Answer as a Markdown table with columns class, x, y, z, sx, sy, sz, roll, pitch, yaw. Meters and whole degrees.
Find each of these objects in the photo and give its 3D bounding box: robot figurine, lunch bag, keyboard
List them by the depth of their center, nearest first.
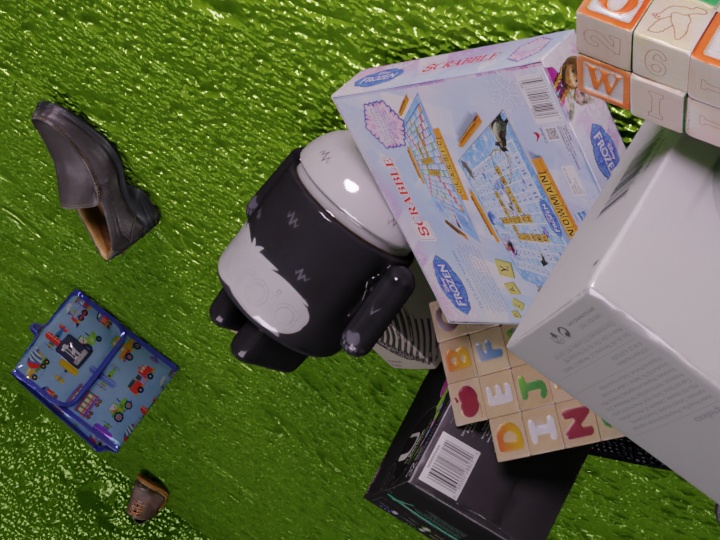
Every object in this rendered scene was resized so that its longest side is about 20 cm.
| class | x | y | z | sx | sy | sz | roll | pitch | yaw |
| --- | --- | --- | --- | --- | --- | --- | --- | --- | --- |
| robot figurine | -0.029 | -0.014 | 1.062 | 0.150 | 0.200 | 0.125 | 39 | -163 | 0 |
| keyboard | 0.225 | 0.158 | 1.241 | 0.104 | 0.040 | 0.199 | 47 | 154 | -28 |
| lunch bag | -0.385 | 0.136 | 1.920 | 0.200 | 0.151 | 0.094 | 43 | 156 | -18 |

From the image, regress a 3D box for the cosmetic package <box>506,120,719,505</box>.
| class | x | y | z | sx | sy | sz | roll | pitch | yaw |
| --- | --- | --- | --- | --- | --- | --- | --- | --- | --- |
| cosmetic package | 0.222 | 0.009 | 0.731 | 0.200 | 0.200 | 0.123 | 36 | 157 | -1 |

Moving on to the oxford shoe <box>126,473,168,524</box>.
| class | x | y | z | sx | sy | sz | roll | pitch | yaw |
| --- | --- | --- | --- | --- | --- | --- | --- | --- | --- |
| oxford shoe | -0.435 | 0.468 | 2.758 | 0.071 | 0.073 | 0.200 | 31 | 157 | 11 |

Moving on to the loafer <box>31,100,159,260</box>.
| class | x | y | z | sx | sy | sz | roll | pitch | yaw |
| --- | --- | --- | --- | --- | --- | --- | --- | --- | --- |
| loafer | -0.284 | -0.091 | 1.424 | 0.073 | 0.072 | 0.200 | 15 | 150 | 42 |

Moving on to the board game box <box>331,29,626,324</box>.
| class | x | y | z | sx | sy | sz | roll | pitch | yaw |
| --- | --- | --- | --- | --- | --- | --- | --- | --- | --- |
| board game box | 0.098 | -0.053 | 0.921 | 0.199 | 0.041 | 0.201 | 0 | 125 | 49 |

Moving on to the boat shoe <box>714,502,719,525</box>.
| class | x | y | z | sx | sy | sz | roll | pitch | yaw |
| --- | --- | --- | --- | --- | --- | --- | --- | --- | --- |
| boat shoe | 0.297 | 0.100 | 0.884 | 0.075 | 0.060 | 0.201 | 31 | 126 | 13 |

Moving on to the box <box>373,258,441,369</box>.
| class | x | y | z | sx | sy | sz | roll | pitch | yaw |
| --- | --- | --- | --- | --- | --- | --- | --- | --- | --- |
| box | 0.000 | 0.000 | 1.205 | 0.200 | 0.069 | 0.082 | 43 | 158 | -20 |

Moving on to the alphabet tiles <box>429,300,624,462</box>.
| class | x | y | z | sx | sy | sz | roll | pitch | yaw |
| --- | --- | --- | --- | --- | --- | --- | --- | --- | --- |
| alphabet tiles | 0.132 | 0.049 | 1.005 | 0.199 | 0.006 | 0.168 | -20 | 79 | 45 |

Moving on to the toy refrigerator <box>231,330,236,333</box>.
| class | x | y | z | sx | sy | sz | roll | pitch | yaw |
| --- | --- | --- | --- | --- | --- | --- | --- | --- | --- |
| toy refrigerator | -0.062 | 0.033 | 1.364 | 0.076 | 0.070 | 0.200 | 34 | 160 | -16 |

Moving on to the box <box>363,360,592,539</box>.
| class | x | y | z | sx | sy | sz | roll | pitch | yaw |
| --- | --- | --- | --- | --- | --- | --- | --- | --- | --- |
| box | 0.102 | 0.156 | 1.169 | 0.124 | 0.149 | 0.200 | 31 | 164 | -2 |

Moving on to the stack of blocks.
| class | x | y | z | sx | sy | sz | roll | pitch | yaw |
| --- | --- | --- | --- | --- | --- | --- | --- | --- | --- |
| stack of blocks | 0.213 | -0.107 | 0.626 | 0.199 | 0.115 | 0.059 | 25 | 156 | 23 |
